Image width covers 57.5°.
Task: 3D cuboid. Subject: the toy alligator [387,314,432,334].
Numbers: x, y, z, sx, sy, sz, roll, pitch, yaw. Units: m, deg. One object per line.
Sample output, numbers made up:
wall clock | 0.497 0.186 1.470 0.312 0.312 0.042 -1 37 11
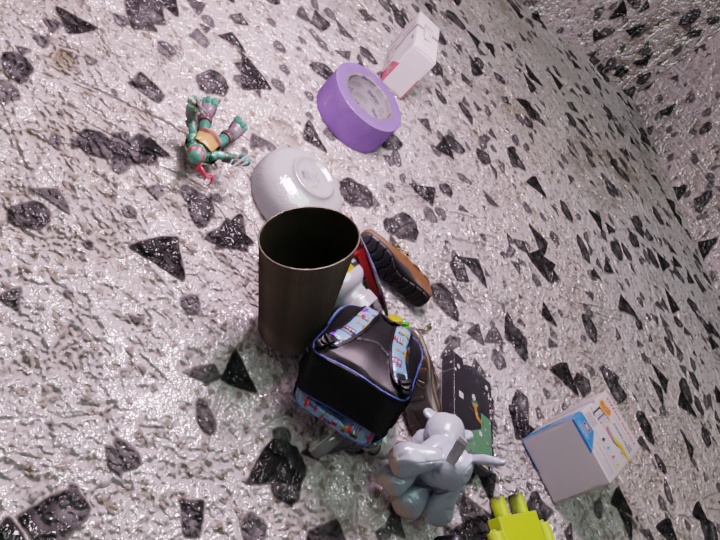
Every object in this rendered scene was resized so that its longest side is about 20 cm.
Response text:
toy alligator | 0.056 0.111 1.234 0.054 0.060 0.198 27 21 39

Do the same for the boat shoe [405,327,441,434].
boat shoe | 0.107 0.204 1.222 0.073 0.073 0.204 -17 99 -70

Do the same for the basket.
basket | -0.097 0.025 1.042 0.135 0.202 0.179 36 41 23

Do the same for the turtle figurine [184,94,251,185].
turtle figurine | -0.268 -0.240 1.174 0.150 0.100 0.201 52 21 -25

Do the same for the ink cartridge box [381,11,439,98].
ink cartridge box | 0.139 -0.595 1.810 0.082 0.146 0.202 33 42 -21

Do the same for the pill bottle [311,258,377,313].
pill bottle | -0.064 0.002 1.171 0.200 0.112 0.112 48 39 3

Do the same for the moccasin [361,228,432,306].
moccasin | 0.075 -0.014 1.369 0.200 0.074 0.078 38 32 -14

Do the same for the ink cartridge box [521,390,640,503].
ink cartridge box | 0.480 0.378 1.420 0.198 0.144 0.149 -13 70 -49

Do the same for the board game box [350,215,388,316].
board game box | 0.000 0.000 1.252 0.159 0.038 0.202 76 -7 -54

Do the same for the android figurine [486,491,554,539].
android figurine | 0.305 0.521 1.222 0.180 0.041 0.203 12 52 -40

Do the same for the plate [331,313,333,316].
plate | -0.002 0.137 1.215 0.198 0.025 0.203 27 44 -29

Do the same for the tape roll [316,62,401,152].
tape roll | -0.002 -0.388 1.563 0.198 0.085 0.203 25 46 -29

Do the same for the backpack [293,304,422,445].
backpack | 0.005 0.152 1.053 0.180 0.136 0.200 28 26 4

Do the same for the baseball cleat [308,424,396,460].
baseball cleat | 0.001 0.276 1.078 0.199 0.069 0.108 -25 84 -48

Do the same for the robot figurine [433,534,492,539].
robot figurine | 0.180 0.517 1.036 0.201 0.150 0.125 51 2 -1

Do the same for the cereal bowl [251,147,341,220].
cereal bowl | -0.111 -0.160 1.283 0.198 0.083 0.203 26 46 -30

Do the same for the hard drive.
hard drive | 0.210 0.281 1.290 0.139 0.037 0.202 40 38 -32

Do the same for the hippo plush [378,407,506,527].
hippo plush | 0.117 0.301 1.105 0.157 0.202 0.161 28 25 -9
